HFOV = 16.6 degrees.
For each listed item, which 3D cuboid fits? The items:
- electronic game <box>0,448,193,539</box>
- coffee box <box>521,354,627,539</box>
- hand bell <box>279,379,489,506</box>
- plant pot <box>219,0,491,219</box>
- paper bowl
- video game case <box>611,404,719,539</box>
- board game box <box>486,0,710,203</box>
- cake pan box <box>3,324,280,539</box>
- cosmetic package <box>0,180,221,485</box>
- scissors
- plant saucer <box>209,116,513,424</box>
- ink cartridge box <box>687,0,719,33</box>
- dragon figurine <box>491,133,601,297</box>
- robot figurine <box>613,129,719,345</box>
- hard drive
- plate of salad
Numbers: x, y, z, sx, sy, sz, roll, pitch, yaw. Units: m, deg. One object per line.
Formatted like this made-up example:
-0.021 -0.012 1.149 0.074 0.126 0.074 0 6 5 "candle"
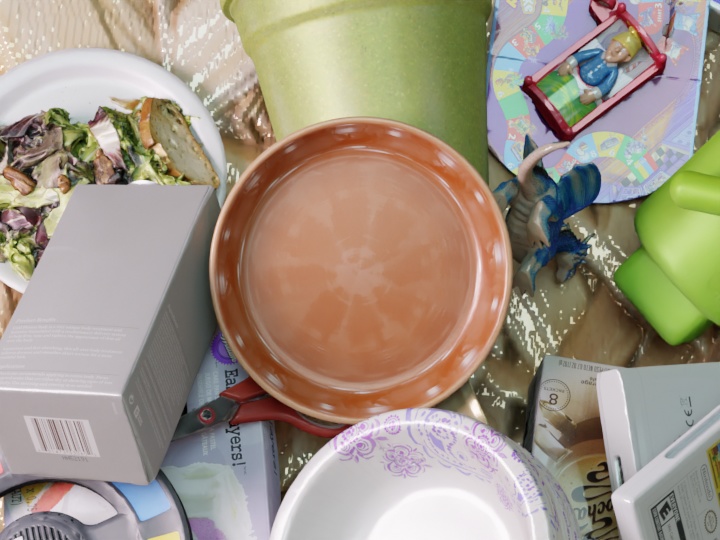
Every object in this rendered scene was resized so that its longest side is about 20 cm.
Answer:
-0.204 0.194 1.594 0.199 0.042 0.201 -3 69 9 "electronic game"
0.160 0.170 1.666 0.112 0.080 0.201 9 69 -2 "coffee box"
-0.005 0.143 1.675 0.199 0.104 0.105 -23 72 0 "hand bell"
0.013 -0.114 1.720 0.199 0.200 0.185 -7 80 -7 "plant pot"
0.047 0.195 1.573 0.200 0.104 0.202 -9 69 23 "paper bowl"
0.247 0.181 1.605 0.182 0.201 0.023 -35 31 -32 "video game case"
0.170 -0.151 1.789 0.157 0.039 0.201 7 80 4 "board game box"
-0.147 0.136 1.656 0.183 0.052 0.201 -7 68 5 "cake pan box"
-0.160 0.036 1.612 0.106 0.091 0.200 3 41 20 "cosmetic package"
-0.093 0.086 1.625 0.199 0.014 0.074 -8 72 -17 "scissors"
0.000 0.000 1.626 0.199 0.032 0.202 0 91 -4 "plant saucer"
0.266 -0.290 1.869 0.199 0.043 0.199 32 71 6 "ink cartridge box"
0.125 -0.051 1.687 0.059 0.201 0.100 25 54 18 "dragon figurine"
0.270 -0.039 1.712 0.200 0.175 0.116 -44 76 16 "robot figurine"
0.240 0.127 1.646 0.199 0.027 0.133 -1 80 -42 "hard drive"
-0.194 -0.071 1.752 0.199 0.048 0.201 1 70 -4 "plate of salad"
